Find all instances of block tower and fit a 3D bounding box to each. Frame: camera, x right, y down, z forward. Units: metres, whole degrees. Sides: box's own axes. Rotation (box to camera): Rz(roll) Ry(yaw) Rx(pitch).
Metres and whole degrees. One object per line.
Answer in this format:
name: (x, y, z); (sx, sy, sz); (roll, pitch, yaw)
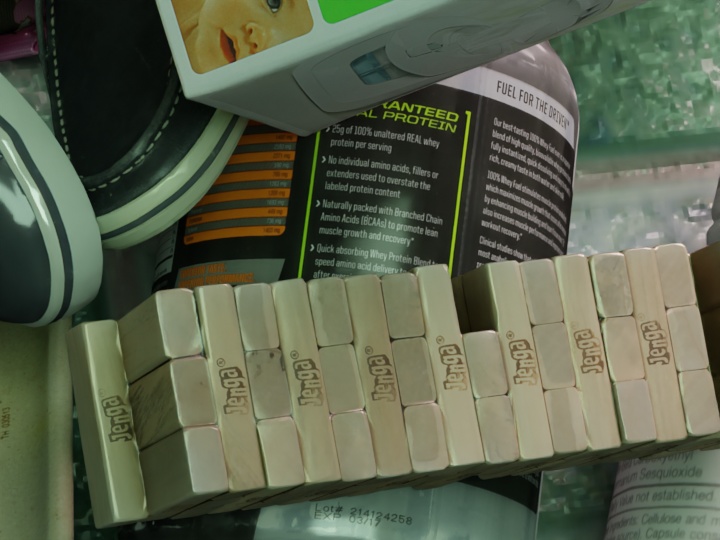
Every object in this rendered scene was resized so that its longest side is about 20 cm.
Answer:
block tower: (0.028, 0.028, 0.743); (0.199, 0.058, 0.054); (-6, 80, -22)

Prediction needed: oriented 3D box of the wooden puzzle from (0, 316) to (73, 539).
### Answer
wooden puzzle: (-0.180, 0.032, 0.786); (0.199, 0.046, 0.186); (2, 41, -8)

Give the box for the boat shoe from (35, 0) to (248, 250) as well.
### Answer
boat shoe: (-0.067, -0.095, 0.813); (0.062, 0.074, 0.201); (36, 46, -40)

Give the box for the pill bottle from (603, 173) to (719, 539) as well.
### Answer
pill bottle: (0.136, 0.058, 0.850); (0.114, 0.114, 0.201); (15, 74, -6)

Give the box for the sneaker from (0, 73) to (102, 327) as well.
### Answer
sneaker: (-0.160, -0.041, 0.788); (0.079, 0.079, 0.200); (-31, 57, -35)

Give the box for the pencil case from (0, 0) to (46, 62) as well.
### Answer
pencil case: (-0.145, -0.161, 0.868); (0.086, 0.083, 0.201); (-8, 77, -22)

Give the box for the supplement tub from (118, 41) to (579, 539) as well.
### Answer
supplement tub: (0.000, 0.000, 0.836); (0.122, 0.123, 0.201); (10, 75, -8)

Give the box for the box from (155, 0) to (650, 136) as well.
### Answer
box: (0.020, -0.160, 0.735); (0.176, 0.097, 0.201); (-19, 82, 17)
